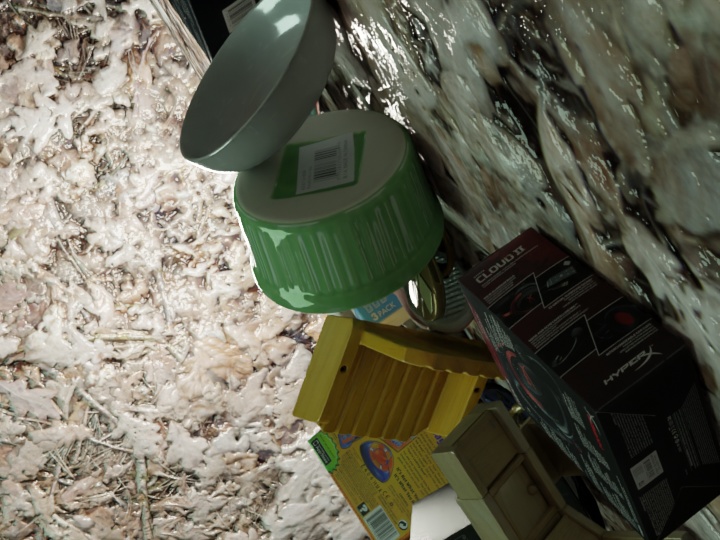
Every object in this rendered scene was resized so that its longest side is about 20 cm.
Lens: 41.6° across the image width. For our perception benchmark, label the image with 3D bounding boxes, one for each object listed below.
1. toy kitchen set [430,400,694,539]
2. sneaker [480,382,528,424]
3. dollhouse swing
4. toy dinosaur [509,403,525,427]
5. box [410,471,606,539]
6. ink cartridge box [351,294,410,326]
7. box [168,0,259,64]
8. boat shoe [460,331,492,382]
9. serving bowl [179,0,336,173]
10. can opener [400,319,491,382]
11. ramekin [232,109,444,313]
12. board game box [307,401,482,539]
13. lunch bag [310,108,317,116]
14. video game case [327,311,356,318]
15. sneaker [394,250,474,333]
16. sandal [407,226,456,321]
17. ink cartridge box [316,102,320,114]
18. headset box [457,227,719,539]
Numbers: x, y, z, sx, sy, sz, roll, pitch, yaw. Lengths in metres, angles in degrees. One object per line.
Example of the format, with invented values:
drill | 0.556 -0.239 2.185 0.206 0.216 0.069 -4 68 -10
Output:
toy kitchen set | 0.214 0.199 0.903 0.201 0.163 0.180 56 147 -7
sneaker | 0.201 0.227 1.184 0.201 0.078 0.075 57 174 -9
dollhouse swing | 0.064 0.144 1.050 0.198 0.184 0.176 12 -163 -30
toy dinosaur | 0.170 0.181 1.054 0.058 0.101 0.200 50 177 7
box | 0.169 0.301 1.098 0.125 0.199 0.149 55 -168 -6
ink cartridge box | 0.006 -0.025 1.233 0.201 0.114 0.068 54 173 20
box | -0.177 -0.348 1.016 0.183 0.104 0.200 54 174 9
boat shoe | 0.107 0.105 1.314 0.204 0.074 0.075 57 174 -8
serving bowl | -0.087 -0.172 0.893 0.065 0.201 0.200 33 -173 -31
can opener | 0.092 0.085 1.259 0.200 0.052 0.067 41 142 15
ramekin | -0.026 -0.065 0.904 0.200 0.198 0.099 49 164 49
board game box | 0.086 0.261 1.412 0.201 0.200 0.199 54 -158 16
lunch bag | -0.114 -0.235 1.272 0.201 0.077 0.161 54 173 16
video game case | -0.020 -0.020 1.356 0.183 0.024 0.200 56 -146 1
sneaker | 0.091 0.032 1.082 0.105 0.075 0.200 46 176 -33
sandal | 0.072 -0.022 1.006 0.201 0.053 0.081 -101 5 -63
ink cartridge box | -0.062 -0.131 1.082 0.162 0.049 0.203 -110 10 -77
headset box | 0.158 0.072 0.682 0.150 0.075 0.200 60 173 -34
